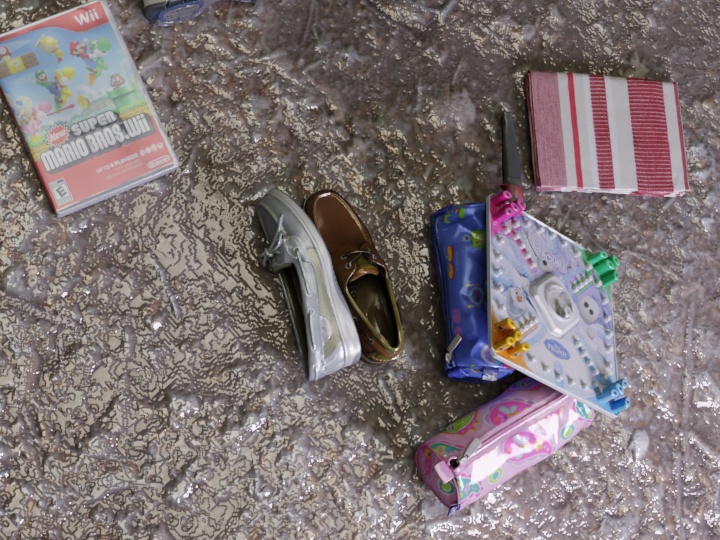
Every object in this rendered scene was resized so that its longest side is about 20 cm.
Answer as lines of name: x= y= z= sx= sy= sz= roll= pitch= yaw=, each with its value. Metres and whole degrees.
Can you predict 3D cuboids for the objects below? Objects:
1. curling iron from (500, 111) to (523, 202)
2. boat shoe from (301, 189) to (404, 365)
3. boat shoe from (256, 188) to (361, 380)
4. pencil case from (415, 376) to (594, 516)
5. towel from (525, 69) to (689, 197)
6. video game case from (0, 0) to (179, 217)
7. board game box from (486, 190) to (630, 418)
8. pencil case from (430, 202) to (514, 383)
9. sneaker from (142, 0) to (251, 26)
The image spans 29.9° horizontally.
curling iron: x=0.168 y=-0.085 z=1.524 sx=0.025 sy=0.050 sz=0.203 roll=2 pitch=73 yaw=-16
boat shoe: x=0.000 y=0.000 z=1.442 sx=0.071 sy=0.068 sz=0.202 roll=-24 pitch=86 yaw=-19
boat shoe: x=-0.065 y=0.013 z=1.420 sx=0.064 sy=0.074 sz=0.204 roll=-23 pitch=92 yaw=-23
pencil case: x=0.154 y=0.177 z=1.440 sx=0.198 sy=0.087 sz=0.088 roll=-27 pitch=87 yaw=-20
towel: x=0.289 y=-0.160 z=1.584 sx=0.197 sy=0.023 sz=0.146 roll=2 pitch=76 yaw=-17
video game case: x=-0.295 y=-0.174 z=1.422 sx=0.142 sy=0.017 sz=0.202 roll=-24 pitch=85 yaw=-19
board game box: x=0.214 y=0.034 z=1.448 sx=0.198 sy=0.026 sz=0.202 roll=27 pitch=50 yaw=-32
pencil case: x=0.120 y=0.025 z=1.464 sx=0.086 sy=0.078 sz=0.203 roll=5 pitch=75 yaw=-38
sneaker: x=-0.152 y=-0.336 z=1.471 sx=0.198 sy=0.075 sz=0.088 roll=-18 pitch=79 yaw=-19
